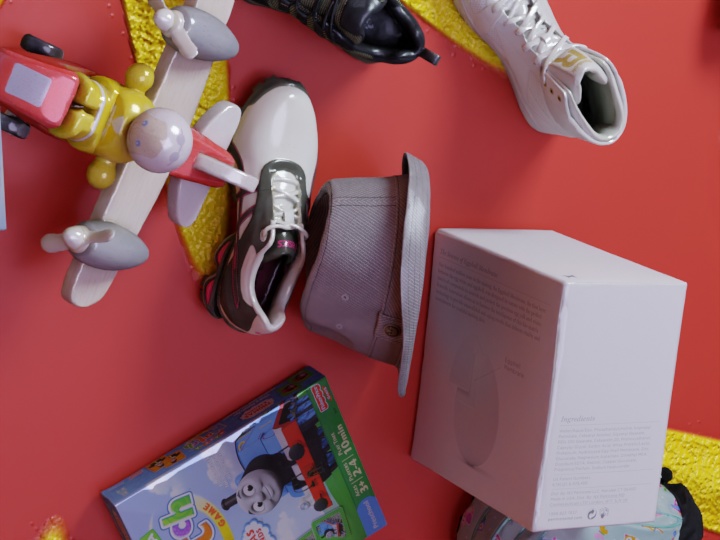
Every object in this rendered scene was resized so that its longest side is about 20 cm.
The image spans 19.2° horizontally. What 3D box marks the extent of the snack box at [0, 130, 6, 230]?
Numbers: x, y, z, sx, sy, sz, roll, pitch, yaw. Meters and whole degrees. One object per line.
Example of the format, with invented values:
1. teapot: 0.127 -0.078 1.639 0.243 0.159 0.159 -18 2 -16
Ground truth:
1. snack box: -0.298 -0.124 1.412 0.068 0.200 0.169 -8 106 -27

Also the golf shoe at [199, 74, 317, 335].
1. golf shoe: -0.062 -0.047 1.629 0.077 0.088 0.200 6 99 -28

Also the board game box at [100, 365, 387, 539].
1. board game box: -0.090 0.192 1.704 0.200 0.037 0.151 -31 116 -18

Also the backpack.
1. backpack: 0.185 0.237 1.816 0.200 0.127 0.167 15 99 -28

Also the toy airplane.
1. toy airplane: -0.153 -0.094 1.525 0.199 0.141 0.200 -25 113 -22

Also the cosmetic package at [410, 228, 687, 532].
1. cosmetic package: 0.148 0.082 1.711 0.123 0.199 0.200 -2 104 -28

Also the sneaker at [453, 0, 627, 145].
1. sneaker: 0.148 -0.187 1.691 0.074 0.116 0.200 -40 117 -12

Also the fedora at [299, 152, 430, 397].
1. fedora: 0.000 0.000 1.644 0.090 0.177 0.200 5 146 -3

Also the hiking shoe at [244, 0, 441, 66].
1. hiking shoe: -0.026 -0.215 1.595 0.200 0.101 0.076 25 90 -31
